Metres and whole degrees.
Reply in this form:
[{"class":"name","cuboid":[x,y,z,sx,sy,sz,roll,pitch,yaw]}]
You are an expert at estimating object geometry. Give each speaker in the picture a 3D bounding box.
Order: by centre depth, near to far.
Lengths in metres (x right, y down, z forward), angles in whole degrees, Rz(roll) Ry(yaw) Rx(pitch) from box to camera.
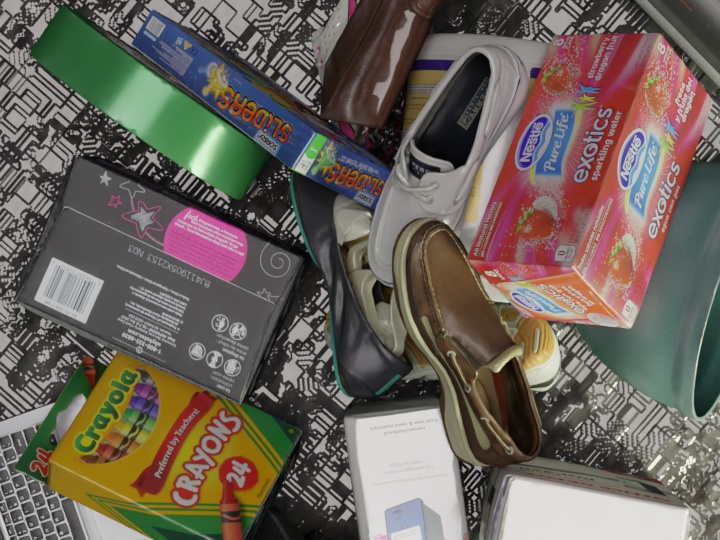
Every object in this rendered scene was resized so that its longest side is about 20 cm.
[{"class":"speaker","cuboid":[0.279,-0.212,1.637,0.081,0.081,0.200,-44,89,2]}]

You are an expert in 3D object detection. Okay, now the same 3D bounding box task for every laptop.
[{"class":"laptop","cuboid":[-0.277,0.217,1.649,0.199,0.116,0.189,-19,91,3]}]

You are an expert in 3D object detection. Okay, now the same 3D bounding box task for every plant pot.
[{"class":"plant pot","cuboid":[0.232,0.002,1.597,0.133,0.200,0.202,17,92,20]}]

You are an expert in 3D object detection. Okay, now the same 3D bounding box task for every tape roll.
[{"class":"tape roll","cuboid":[-0.162,-0.131,1.596,0.200,0.200,0.048,35,93,1]}]

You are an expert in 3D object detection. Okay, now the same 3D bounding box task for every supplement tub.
[{"class":"supplement tub","cuboid":[0.101,-0.079,1.613,0.144,0.145,0.202,7,91,2]}]

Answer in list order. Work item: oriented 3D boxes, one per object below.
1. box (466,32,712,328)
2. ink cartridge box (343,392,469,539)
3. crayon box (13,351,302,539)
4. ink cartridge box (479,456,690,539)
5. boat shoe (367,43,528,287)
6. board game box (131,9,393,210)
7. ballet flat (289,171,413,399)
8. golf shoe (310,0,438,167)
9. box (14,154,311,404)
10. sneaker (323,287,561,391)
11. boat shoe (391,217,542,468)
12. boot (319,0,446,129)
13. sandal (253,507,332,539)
[{"class":"box","cuboid":[0.170,-0.068,1.505,0.099,0.095,0.201,5,64,42]},{"class":"ink cartridge box","cuboid":[0.041,0.204,1.620,0.087,0.145,0.202,-6,90,0]},{"class":"crayon box","cuboid":[-0.162,0.145,1.638,0.199,0.051,0.127,24,56,7]},{"class":"ink cartridge box","cuboid":[0.169,0.199,1.587,0.145,0.200,0.085,10,92,2]},{"class":"boat shoe","cuboid":[0.053,-0.079,1.520,0.073,0.065,0.201,28,101,24]},{"class":"board game box","cuboid":[-0.071,-0.123,1.582,0.200,0.135,0.035,39,99,34]},{"class":"ballet flat","cuboid":[0.000,0.000,1.596,0.073,0.073,0.201,-14,72,3]},{"class":"golf shoe","cuboid":[0.001,-0.160,1.662,0.092,0.072,0.202,14,91,28]},{"class":"box","cuboid":[-0.155,0.007,1.642,0.199,0.115,0.133,24,93,3]},{"class":"sneaker","cuboid":[0.067,0.068,1.655,0.199,0.088,0.076,9,70,24]},{"class":"boat shoe","cuboid":[0.088,0.053,1.506,0.075,0.075,0.203,-39,119,-34]},{"class":"boot","cuboid":[0.047,-0.178,1.529,0.064,0.187,0.201,23,105,-30]},{"class":"sandal","cuboid":[-0.032,0.247,1.619,0.048,0.200,0.076,-2,107,-29]}]
